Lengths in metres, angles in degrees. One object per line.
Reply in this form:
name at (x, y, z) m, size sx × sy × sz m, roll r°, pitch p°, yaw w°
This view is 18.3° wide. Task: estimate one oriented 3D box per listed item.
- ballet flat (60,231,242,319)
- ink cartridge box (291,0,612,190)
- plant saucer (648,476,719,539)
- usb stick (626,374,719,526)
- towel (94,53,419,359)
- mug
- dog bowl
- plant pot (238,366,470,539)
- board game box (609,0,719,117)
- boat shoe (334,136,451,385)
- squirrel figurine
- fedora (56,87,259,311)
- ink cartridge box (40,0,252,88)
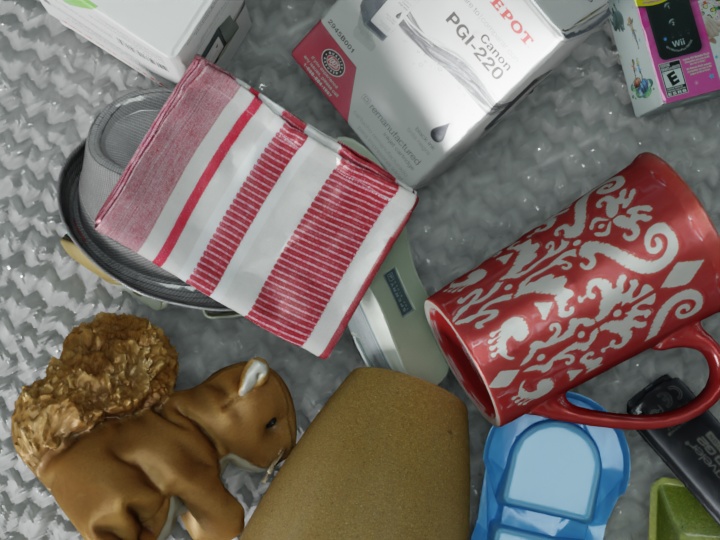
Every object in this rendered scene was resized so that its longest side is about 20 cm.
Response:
ballet flat at (-0.132, 0.005, 1.704) m, size 0.198 × 0.069 × 0.064 m, roll 4°, pitch 102°, yaw 4°
ink cartridge box at (0.065, -0.176, 1.644) m, size 0.146 × 0.085 × 0.200 m, roll 50°, pitch 128°, yaw 4°
plant saucer at (0.306, 0.258, 1.644) m, size 0.198 × 0.048 × 0.201 m, roll 6°, pitch 54°, yaw 3°
usb stick at (0.275, 0.161, 1.659) m, size 0.055 × 0.033 × 0.200 m, roll -33°, pitch 64°, yaw -14°
towel at (-0.071, -0.043, 1.601) m, size 0.199 × 0.023 × 0.145 m, roll 31°, pitch 91°, yaw -17°
mug at (0.168, 0.034, 1.629) m, size 0.199 × 0.134 × 0.178 m, roll -29°, pitch 60°, yaw -9°
dog bowl at (0.137, 0.190, 1.688) m, size 0.111 × 0.050 × 0.202 m, roll 12°, pitch 88°, yaw 3°
plant pot at (0.007, 0.181, 1.645) m, size 0.185 × 0.187 × 0.201 m, roll 18°, pitch 73°, yaw 3°
board game box at (0.257, -0.233, 1.691) m, size 0.147 × 0.064 × 0.201 m, roll -15°, pitch 86°, yaw -11°
boat shoe at (0.001, 0.000, 1.683) m, size 0.070 × 0.071 × 0.202 m, roll -28°, pitch 100°, yaw -37°
squirrel figurine at (-0.150, 0.115, 1.663) m, size 0.186 × 0.142 × 0.200 m, roll -40°, pitch 88°, yaw -7°
fedora at (-0.128, -0.068, 1.658) m, size 0.199 × 0.091 × 0.177 m, roll 25°, pitch 55°, yaw 14°
ink cartridge box at (-0.166, -0.207, 1.649) m, size 0.145 × 0.200 × 0.084 m, roll 33°, pitch 86°, yaw 4°
